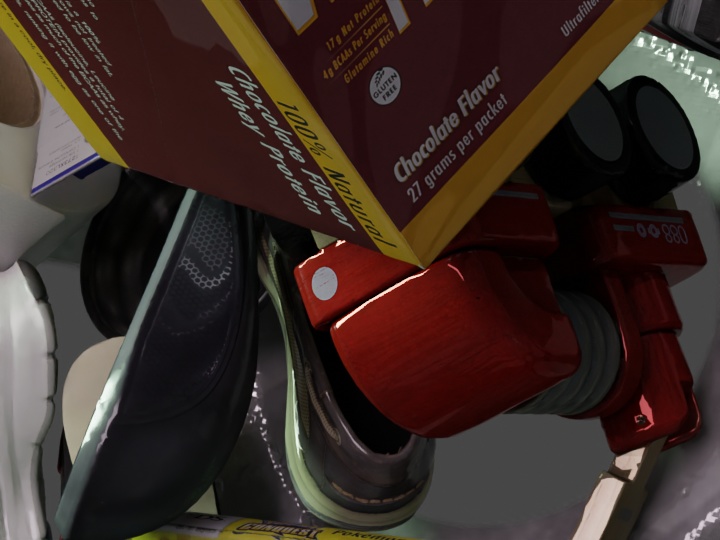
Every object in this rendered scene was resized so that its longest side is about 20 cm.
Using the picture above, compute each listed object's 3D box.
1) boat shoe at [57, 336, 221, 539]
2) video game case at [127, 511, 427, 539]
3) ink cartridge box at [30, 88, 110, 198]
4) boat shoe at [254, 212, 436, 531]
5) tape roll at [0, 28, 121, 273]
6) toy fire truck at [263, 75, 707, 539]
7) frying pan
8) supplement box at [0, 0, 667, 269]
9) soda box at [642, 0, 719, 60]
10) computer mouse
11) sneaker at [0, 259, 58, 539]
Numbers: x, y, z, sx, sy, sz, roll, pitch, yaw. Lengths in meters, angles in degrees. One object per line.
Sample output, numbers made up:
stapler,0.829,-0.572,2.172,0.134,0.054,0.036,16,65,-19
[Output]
boat shoe,-0.084,0.130,1.154,0.073,0.063,0.203,-6,76,-3
video game case,-0.013,0.193,1.049,0.180,0.025,0.201,4,102,33
ink cartridge box,-0.087,-0.102,1.210,0.094,0.037,0.200,-27,31,20
boat shoe,0.000,0.000,1.128,0.074,0.073,0.201,-6,69,-17
tape roll,-0.220,-0.063,1.219,0.139,0.202,0.203,-38,56,19
toy fire truck,0.059,0.041,1.038,0.128,0.176,0.201,-30,71,33
frying pan,-0.062,-0.047,1.225,0.114,0.031,0.191,-7,59,32
supplement box,-0.042,-0.132,0.931,0.133,0.198,0.200,-47,34,-17
soda box,0.129,-0.117,1.050,0.071,0.063,0.200,-68,20,5
computer mouse,-0.058,0.020,1.064,0.052,0.139,0.201,22,56,-3
sneaker,-0.168,0.096,1.170,0.087,0.075,0.201,-1,96,-10
